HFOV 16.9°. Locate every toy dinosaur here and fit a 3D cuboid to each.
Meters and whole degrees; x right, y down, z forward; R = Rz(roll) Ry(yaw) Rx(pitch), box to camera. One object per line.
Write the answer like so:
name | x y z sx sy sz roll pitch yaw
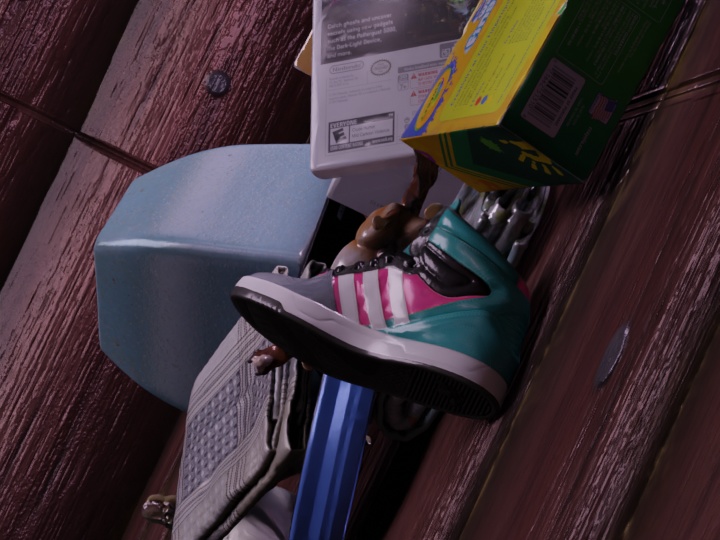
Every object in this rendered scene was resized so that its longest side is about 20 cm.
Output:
toy dinosaur | -0.081 0.145 1.931 0.199 0.047 0.088 -25 48 16

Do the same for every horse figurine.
horse figurine | 0.000 0.000 1.635 0.200 0.050 0.133 -53 0 -2

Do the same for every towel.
towel | 0.073 0.001 1.687 0.200 0.048 0.171 -60 5 30
towel | -0.090 0.107 1.838 0.200 0.034 0.193 -47 26 41

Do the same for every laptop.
laptop | -0.034 0.062 2.021 0.200 0.103 0.178 -57 9 45

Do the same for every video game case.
video game case | 0.059 -0.163 1.681 0.023 0.199 0.183 34 -128 -59

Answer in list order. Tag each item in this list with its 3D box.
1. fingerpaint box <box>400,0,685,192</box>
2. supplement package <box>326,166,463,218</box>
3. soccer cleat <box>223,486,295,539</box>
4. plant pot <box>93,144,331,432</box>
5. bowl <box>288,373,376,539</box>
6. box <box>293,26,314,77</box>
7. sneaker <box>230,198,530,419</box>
fingerpaint box | 0.129 -0.152 1.535 0.201 0.073 0.167 -61 17 -11
supplement package | 0.062 -0.135 1.966 0.200 0.113 0.110 -72 9 -45
soccer cleat | -0.086 0.227 1.923 0.069 0.077 0.200 -62 7 20
plant pot | -0.119 0.008 2.089 0.197 0.199 0.197 -65 -21 -54
bowl | -0.015 0.117 1.733 0.201 0.039 0.202 13 -90 -89
box | 0.075 -0.192 1.767 0.201 0.152 0.106 -62 -26 7
sneaker | 0.024 0.008 1.523 0.121 0.199 0.084 -60 -29 -22
